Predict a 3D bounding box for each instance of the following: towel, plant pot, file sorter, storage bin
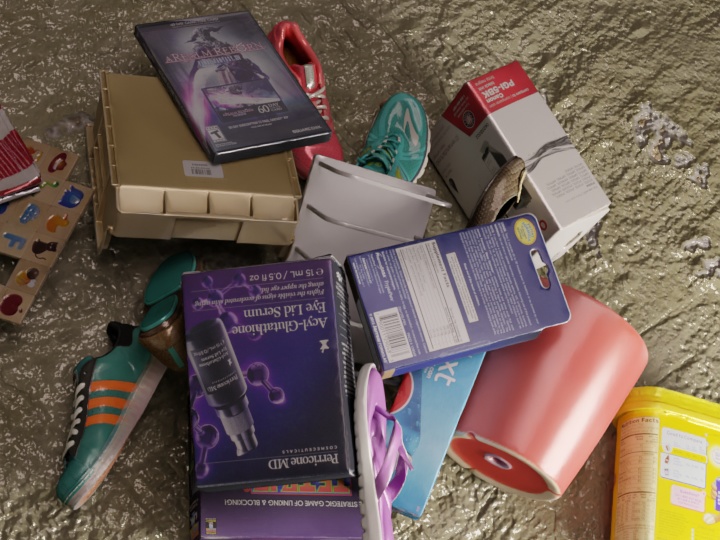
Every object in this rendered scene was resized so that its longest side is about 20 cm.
[{"bbox_3d":[-0.426,-0.138,1.385,0.143,0.023,0.201,-21,62,-27],"label":"towel"},{"bbox_3d":[0.179,0.129,1.432,0.199,0.200,0.179,31,69,-5],"label":"plant pot"},{"bbox_3d":[0.000,0.000,1.401,0.137,0.124,0.203,15,95,-14],"label":"file sorter"},{"bbox_3d":[-0.175,-0.104,1.420,0.197,0.094,0.200,3,49,-20],"label":"storage bin"}]

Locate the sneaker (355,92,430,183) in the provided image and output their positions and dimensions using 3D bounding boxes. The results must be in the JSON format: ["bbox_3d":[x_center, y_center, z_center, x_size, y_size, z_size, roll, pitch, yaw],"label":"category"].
[{"bbox_3d":[0.026,-0.111,1.512,0.077,0.080,0.202,18,72,10],"label":"sneaker"}]

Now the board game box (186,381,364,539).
[{"bbox_3d":[-0.073,0.194,1.372,0.197,0.057,0.167,4,64,-19],"label":"board game box"}]

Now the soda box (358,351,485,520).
[{"bbox_3d":[0.065,0.138,1.343,0.067,0.064,0.202,22,78,5],"label":"soda box"}]

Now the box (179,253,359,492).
[{"bbox_3d":[-0.080,0.098,1.270,0.146,0.104,0.203,-7,81,5],"label":"box"}]

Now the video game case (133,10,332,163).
[{"bbox_3d":[-0.136,-0.199,1.445,0.141,0.019,0.201,-14,57,-32],"label":"video game case"}]

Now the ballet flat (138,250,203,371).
[{"bbox_3d":[-0.179,0.046,1.364,0.067,0.200,0.073,-27,109,5],"label":"ballet flat"}]

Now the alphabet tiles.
[{"bbox_3d":[-0.369,-0.052,1.368,0.165,0.008,0.202,17,59,11],"label":"alphabet tiles"}]

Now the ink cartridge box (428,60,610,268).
[{"bbox_3d":[0.174,-0.111,1.558,0.082,0.147,0.201,-25,76,-28],"label":"ink cartridge box"}]

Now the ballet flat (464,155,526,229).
[{"bbox_3d":[0.130,-0.034,1.432,0.046,0.068,0.201,26,67,15],"label":"ballet flat"}]

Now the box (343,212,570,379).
[{"bbox_3d":[0.094,0.023,1.319,0.197,0.032,0.123,-14,71,-13],"label":"box"}]

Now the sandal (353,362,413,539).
[{"bbox_3d":[0.026,0.187,1.261,0.049,0.082,0.206,-3,90,10],"label":"sandal"}]

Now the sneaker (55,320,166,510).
[{"bbox_3d":[-0.256,0.136,1.324,0.079,0.072,0.201,29,51,-5],"label":"sneaker"}]

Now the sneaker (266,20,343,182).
[{"bbox_3d":[-0.068,-0.190,1.535,0.073,0.087,0.202,-15,72,-25],"label":"sneaker"}]

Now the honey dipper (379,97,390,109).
[{"bbox_3d":[0.039,-0.102,1.569,0.037,0.038,0.203,8,68,-17],"label":"honey dipper"}]

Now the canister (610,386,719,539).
[{"bbox_3d":[0.345,0.246,1.494,0.147,0.087,0.202,16,63,-13],"label":"canister"}]
